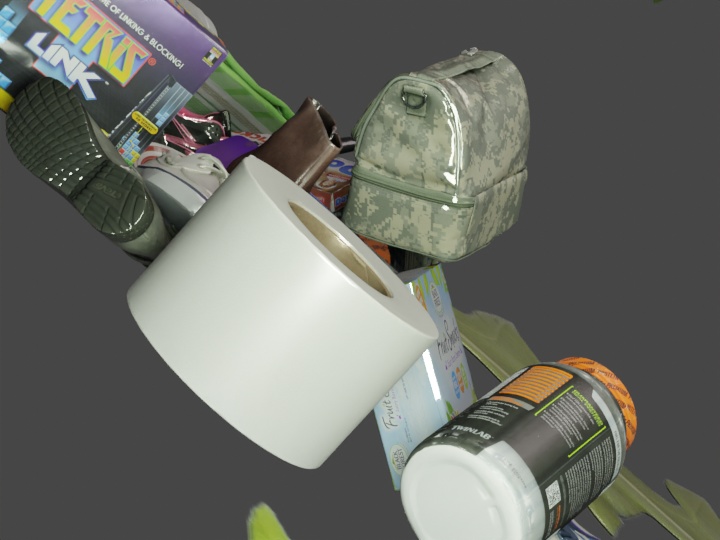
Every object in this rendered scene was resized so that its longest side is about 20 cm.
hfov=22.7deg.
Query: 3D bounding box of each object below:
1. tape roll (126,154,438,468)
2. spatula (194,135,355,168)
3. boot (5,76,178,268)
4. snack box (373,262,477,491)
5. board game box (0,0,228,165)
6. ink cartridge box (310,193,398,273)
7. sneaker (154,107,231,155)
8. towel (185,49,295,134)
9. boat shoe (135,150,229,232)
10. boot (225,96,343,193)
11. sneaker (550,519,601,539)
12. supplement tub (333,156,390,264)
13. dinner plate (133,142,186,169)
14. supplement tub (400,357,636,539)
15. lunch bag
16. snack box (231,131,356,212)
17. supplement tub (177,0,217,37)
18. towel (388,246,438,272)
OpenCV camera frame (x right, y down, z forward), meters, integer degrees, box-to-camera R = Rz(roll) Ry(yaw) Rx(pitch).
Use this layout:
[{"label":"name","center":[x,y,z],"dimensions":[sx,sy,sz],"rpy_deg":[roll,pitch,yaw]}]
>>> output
[{"label":"tape roll","center":[-0.058,0.032,1.354],"dimensions":[0.202,0.139,0.203],"rpy_deg":[41,8,-7]},{"label":"spatula","center":[-0.075,-0.120,1.798],"dimensions":[0.199,0.021,0.056],"rpy_deg":[-7,32,-37]},{"label":"boot","center":[-0.207,-0.062,1.461],"dimensions":[0.200,0.068,0.131],"rpy_deg":[48,-3,33]},{"label":"snack box","center":[0.051,0.088,1.574],"dimensions":[0.200,0.067,0.170],"rpy_deg":[-24,99,-80]},{"label":"board game box","center":[-0.241,-0.192,1.536],"dimensions":[0.200,0.165,0.057],"rpy_deg":[39,10,-21]},{"label":"ink cartridge box","center":[0.000,0.000,1.727],"dimensions":[0.200,0.044,0.094],"rpy_deg":[42,4,-9]},{"label":"sneaker","center":[-0.153,-0.113,1.807],"dimensions":[0.200,0.095,0.079],"rpy_deg":[43,5,-2]},{"label":"towel","center":[-0.162,-0.192,1.833],"dimensions":[0.199,0.031,0.149],"rpy_deg":[9,-24,48]},{"label":"boat shoe","center":[-0.143,-0.071,1.509],"dimensions":[0.071,0.070,0.200],"rpy_deg":[54,-11,-16]},{"label":"boot","center":[-0.081,-0.051,1.522],"dimensions":[0.072,0.166,0.200],"rpy_deg":[35,21,-26]},{"label":"sneaker","center":[0.172,0.266,1.523],"dimensions":[0.200,0.081,0.146],"rpy_deg":[47,17,1]},{"label":"supplement tub","center":[-0.045,-0.047,1.884],"dimensions":[0.122,0.123,0.200],"rpy_deg":[38,10,-32]},{"label":"dinner plate","center":[-0.142,-0.044,1.688],"dimensions":[0.200,0.024,0.200],"rpy_deg":[40,18,-16]},{"label":"supplement tub","center":[0.133,0.151,1.441],"dimensions":[0.123,0.123,0.200],"rpy_deg":[45,42,15]},{"label":"lunch bag","center":[0.081,-0.119,1.715],"dimensions":[0.139,0.169,0.200],"rpy_deg":[20,21,22]},{"label":"snack box","center":[-0.079,-0.106,1.842],"dimensions":[0.199,0.024,0.072],"rpy_deg":[21,35,37]},{"label":"supplement tub","center":[-0.263,-0.272,1.966],"dimensions":[0.132,0.132,0.200],"rpy_deg":[49,10,37]},{"label":"towel","center":[0.043,0.010,1.881],"dimensions":[0.034,0.201,0.193],"rpy_deg":[-5,29,-19]}]
